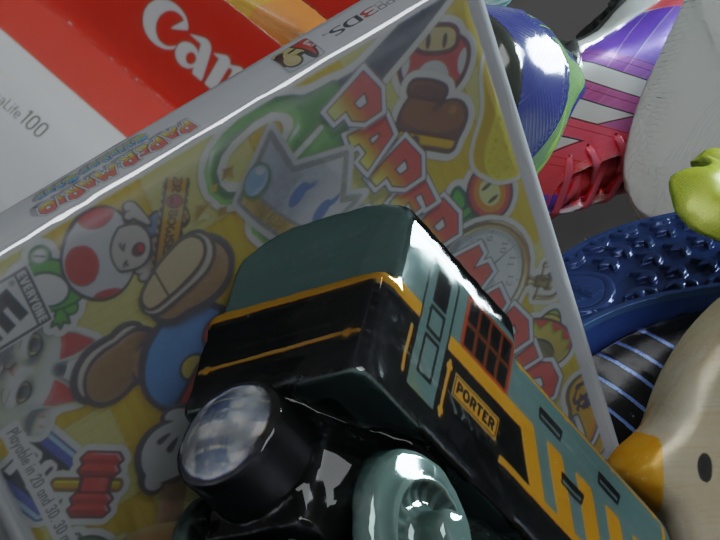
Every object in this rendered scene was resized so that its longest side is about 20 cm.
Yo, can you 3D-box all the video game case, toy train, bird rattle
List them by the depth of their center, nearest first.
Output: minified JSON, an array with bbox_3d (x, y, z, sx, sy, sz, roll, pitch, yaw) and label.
[{"bbox_3d":[0.027,0.075,0.608,0.200,0.085,0.115,46,44,-35],"label":"toy train"},{"bbox_3d":[-0.018,0.039,0.649,0.181,0.201,0.023,-32,36,-16],"label":"video game case"},{"bbox_3d":[0.160,0.053,0.728,0.163,0.112,0.200,-47,114,-15],"label":"bird rattle"}]

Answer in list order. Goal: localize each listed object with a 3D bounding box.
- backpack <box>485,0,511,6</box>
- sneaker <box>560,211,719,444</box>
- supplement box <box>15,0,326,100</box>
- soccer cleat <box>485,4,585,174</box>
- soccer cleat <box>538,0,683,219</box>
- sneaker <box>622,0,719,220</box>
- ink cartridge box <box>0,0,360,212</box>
[{"bbox_3d":[-0.032,-0.147,0.856,0.177,0.151,0.201,-6,55,-54],"label":"backpack"},{"bbox_3d":[0.085,0.040,0.783,0.199,0.078,0.070,-22,28,-23],"label":"sneaker"},{"bbox_3d":[-0.093,-0.101,0.762,0.199,0.069,0.066,30,24,17],"label":"supplement box"},{"bbox_3d":[0.001,0.000,0.732,0.065,0.200,0.083,50,25,25],"label":"soccer cleat"},{"bbox_3d":[0.097,-0.057,0.892,0.073,0.068,0.200,47,51,2],"label":"soccer cleat"},{"bbox_3d":[0.162,-0.101,0.873,0.075,0.201,0.088,23,0,34],"label":"sneaker"},{"bbox_3d":[-0.078,-0.018,0.696,0.162,0.201,0.057,39,25,20],"label":"ink cartridge box"}]
